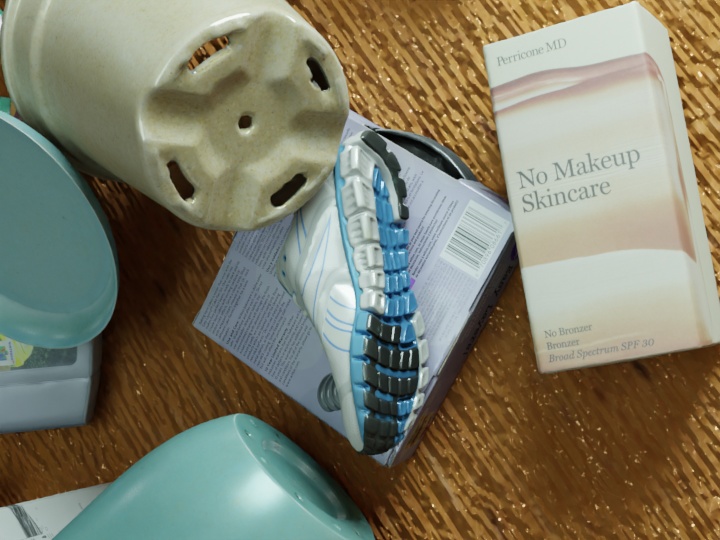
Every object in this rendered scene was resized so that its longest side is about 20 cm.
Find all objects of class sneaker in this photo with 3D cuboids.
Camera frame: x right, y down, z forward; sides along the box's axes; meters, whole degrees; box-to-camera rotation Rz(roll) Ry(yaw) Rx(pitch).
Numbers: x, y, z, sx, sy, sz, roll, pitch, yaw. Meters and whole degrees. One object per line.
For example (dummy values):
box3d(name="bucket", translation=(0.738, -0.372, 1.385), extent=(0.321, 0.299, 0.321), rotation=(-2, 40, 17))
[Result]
box3d(name="sneaker", translation=(-0.012, 0.018, 0.734), extent=(0.086, 0.075, 0.202), rotation=(-13, 74, 31))

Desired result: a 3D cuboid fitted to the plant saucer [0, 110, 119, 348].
box3d(name="plant saucer", translation=(-0.246, -0.034, 0.794), extent=(0.198, 0.027, 0.201), rotation=(15, 131, 18))

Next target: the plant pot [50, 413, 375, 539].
box3d(name="plant pot", translation=(-0.086, 0.194, 0.749), extent=(0.200, 0.200, 0.161), rotation=(43, 93, 20))

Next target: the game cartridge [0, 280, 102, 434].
box3d(name="game cartridge", translation=(-0.268, 0.026, 0.881), extent=(0.132, 0.041, 0.202), rotation=(-7, 101, -2))

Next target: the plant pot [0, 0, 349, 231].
box3d(name="plant pot", translation=(-0.104, -0.119, 0.724), extent=(0.183, 0.199, 0.202), rotation=(40, 106, 50))

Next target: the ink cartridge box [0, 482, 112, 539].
box3d(name="ink cartridge box", translation=(-0.264, 0.237, 0.822), extent=(0.144, 0.200, 0.084), rotation=(-41, 72, 19))

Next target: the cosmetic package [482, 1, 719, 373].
box3d(name="cosmetic package", translation=(0.148, -0.045, 0.696), extent=(0.103, 0.087, 0.202), rotation=(-14, 82, 26))

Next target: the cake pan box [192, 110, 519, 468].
box3d(name="cake pan box", translation=(0.000, 0.000, 0.787), extent=(0.183, 0.052, 0.201), rotation=(30, 101, 21))

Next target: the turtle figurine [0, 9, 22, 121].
box3d(name="turtle figurine", translation=(-0.251, -0.128, 0.882), extent=(0.199, 0.101, 0.150), rotation=(30, 68, 37))
